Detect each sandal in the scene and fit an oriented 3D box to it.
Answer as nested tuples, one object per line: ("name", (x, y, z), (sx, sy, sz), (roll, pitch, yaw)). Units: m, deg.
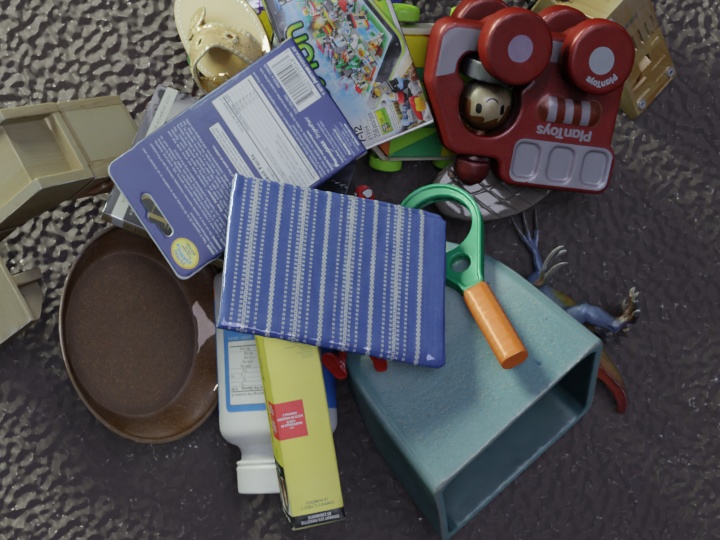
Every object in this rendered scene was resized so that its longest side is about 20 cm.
("sandal", (-0.117, -0.183, 1.295), (0.077, 0.069, 0.213), (-36, 74, 17))

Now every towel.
("towel", (-0.019, 0.002, 1.204), (0.197, 0.024, 0.147), (11, 61, -16))

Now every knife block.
("knife block", (0.215, -0.263, 1.450), (0.064, 0.175, 0.201), (-45, 136, -10))

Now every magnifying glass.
("magnifying glass", (0.091, 0.002, 1.253), (0.079, 0.022, 0.201), (-27, 52, -1))

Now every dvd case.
("dvd case", (-0.116, -0.072, 1.301), (0.198, 0.016, 0.150), (22, 59, -5))

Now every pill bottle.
("pill bottle", (-0.077, 0.101, 1.330), (0.110, 0.112, 0.203), (-2, 85, -9))

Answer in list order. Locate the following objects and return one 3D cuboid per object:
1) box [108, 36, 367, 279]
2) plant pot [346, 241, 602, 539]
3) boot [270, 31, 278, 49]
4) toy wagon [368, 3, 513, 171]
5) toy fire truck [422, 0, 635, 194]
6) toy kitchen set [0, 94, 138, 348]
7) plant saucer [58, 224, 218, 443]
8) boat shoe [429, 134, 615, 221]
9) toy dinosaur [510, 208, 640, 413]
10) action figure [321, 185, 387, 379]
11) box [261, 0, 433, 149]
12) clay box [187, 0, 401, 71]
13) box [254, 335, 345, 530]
("box", (-0.108, -0.095, 1.251), (0.199, 0.032, 0.122), (-35, 94, -11))
("plant pot", (0.080, 0.090, 1.321), (0.196, 0.196, 0.200), (-39, 69, -11))
("boot", (0.004, -0.263, 1.361), (0.143, 0.072, 0.202), (25, 78, -11))
("toy wagon", (0.085, -0.173, 1.386), (0.197, 0.040, 0.157), (-3, 112, -22))
("toy fire truck", (0.152, -0.157, 1.326), (0.197, 0.112, 0.170), (4, 106, -18))
("toy kitchen set", (-0.301, -0.033, 1.332), (0.199, 0.180, 0.165), (-33, 85, 29))
("plant saucer", (-0.200, 0.057, 1.315), (0.199, 0.036, 0.204), (13, 73, -45))
("boat shoe", (0.154, -0.095, 1.408), (0.198, 0.073, 0.075), (-20, 90, -16))
("toy dinosaur", (0.174, 0.038, 1.385), (0.178, 0.105, 0.203), (1, 89, 1))
("action figure", (0.000, 0.000, 1.276), (0.065, 0.052, 0.202), (-15, 43, 19))
("box", (-0.018, -0.209, 1.300), (0.109, 0.035, 0.202), (-23, 102, -4))
("clay box", (-0.063, -0.237, 1.402), (0.197, 0.048, 0.117), (9, 81, -9))
("box", (-0.056, 0.112, 1.235), (0.049, 0.075, 0.203), (-9, 96, -9))
